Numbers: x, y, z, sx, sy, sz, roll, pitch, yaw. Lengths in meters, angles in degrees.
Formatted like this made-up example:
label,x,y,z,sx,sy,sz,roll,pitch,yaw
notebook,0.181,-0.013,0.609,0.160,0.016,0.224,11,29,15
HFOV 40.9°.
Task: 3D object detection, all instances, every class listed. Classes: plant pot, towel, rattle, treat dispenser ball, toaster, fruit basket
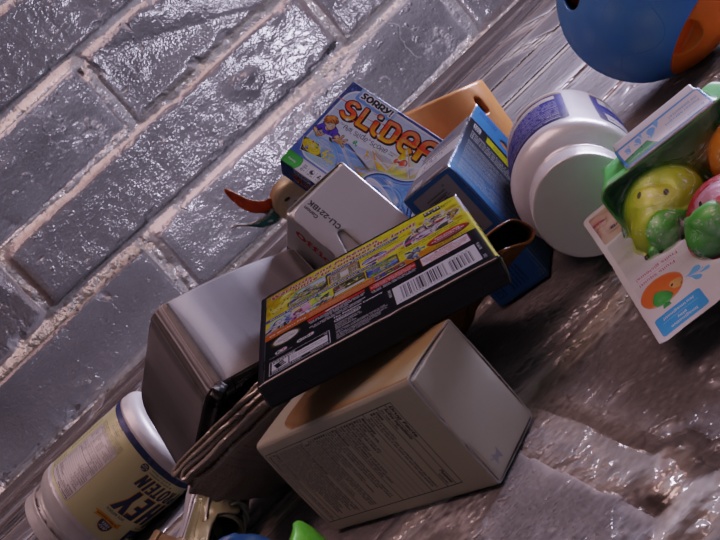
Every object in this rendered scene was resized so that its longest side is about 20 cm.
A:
label,x,y,z,sx,sy,sz,roll,pitch,yaw
plant pot,0.114,-0.144,1.195,0.199,0.141,0.200,-23,7,3
towel,-0.082,0.159,0.899,0.132,0.035,0.200,-44,-23,7
rattle,-0.045,-0.052,1.118,0.199,0.144,0.131,-3,-35,-25
treat dispenser ball,0.321,-0.315,1.089,0.201,0.201,0.201,-40,11,9
toaster,-0.107,0.092,0.934,0.180,0.119,0.201,-26,-28,-33
fruit basket,0.245,-0.056,0.661,0.185,0.094,0.200,-39,15,16

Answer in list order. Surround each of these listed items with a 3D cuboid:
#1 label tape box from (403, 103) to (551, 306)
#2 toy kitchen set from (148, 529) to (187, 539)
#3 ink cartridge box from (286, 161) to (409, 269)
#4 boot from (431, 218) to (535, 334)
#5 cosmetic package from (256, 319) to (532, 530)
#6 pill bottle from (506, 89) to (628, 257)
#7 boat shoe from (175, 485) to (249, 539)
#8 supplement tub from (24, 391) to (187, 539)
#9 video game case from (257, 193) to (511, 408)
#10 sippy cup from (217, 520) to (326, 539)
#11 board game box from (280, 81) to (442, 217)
label,x,y,z,sx,sy,sz,roll,pitch,yaw
label tape box,0.130,-0.072,0.990,0.063,0.144,0.200,-39,11,27
toy kitchen set,-0.217,0.275,0.736,0.163,0.180,0.201,-10,44,57
ink cartridge box,0.000,0.000,1.000,0.084,0.144,0.200,-46,-12,-18
boot,0.060,0.059,0.843,0.188,0.069,0.200,-34,-11,-28
cosmetic package,0.021,0.123,0.737,0.200,0.105,0.071,-29,17,46
pill bottle,0.195,-0.088,0.882,0.119,0.120,0.200,-38,12,19
boat shoe,-0.137,0.250,0.941,0.062,0.072,0.201,-21,30,27
supplement tub,-0.318,0.272,1.253,0.200,0.145,0.145,-42,11,2
video game case,0.010,0.017,0.772,0.199,0.026,0.181,-29,19,5
sippy cup,-0.088,0.243,0.630,0.177,0.141,0.130,-13,8,15
board game box,0.028,-0.109,1.083,0.136,0.199,0.035,-50,-16,-19
